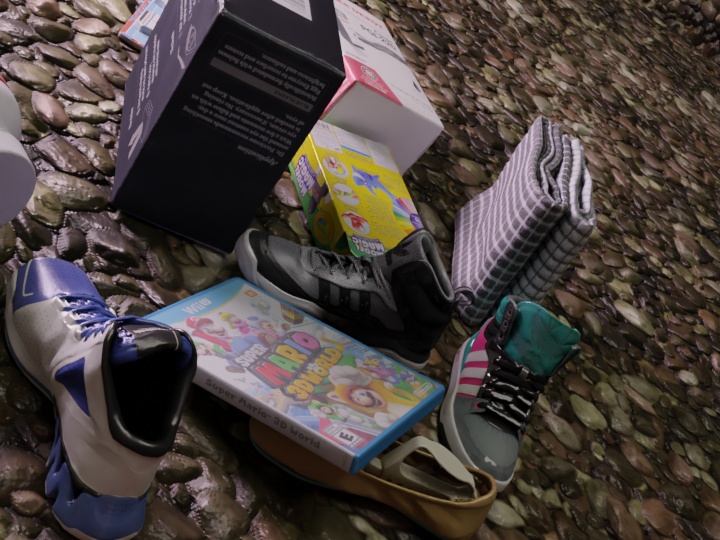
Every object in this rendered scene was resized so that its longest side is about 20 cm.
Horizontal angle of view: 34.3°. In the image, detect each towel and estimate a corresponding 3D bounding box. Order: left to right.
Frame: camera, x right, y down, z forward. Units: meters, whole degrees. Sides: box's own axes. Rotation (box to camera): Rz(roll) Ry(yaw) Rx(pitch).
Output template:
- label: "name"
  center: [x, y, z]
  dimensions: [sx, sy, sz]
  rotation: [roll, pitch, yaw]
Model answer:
- label: "towel"
  center: [0.161, -0.050, 1.179]
  dimensions: [0.085, 0.166, 0.201]
  rotation: [26, 31, -9]

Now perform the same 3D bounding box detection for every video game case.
- label: "video game case"
  center: [-0.052, 0.069, 0.857]
  dimensions: [0.199, 0.018, 0.143]
  rotation: [26, 25, 21]

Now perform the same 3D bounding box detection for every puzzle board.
- label: "puzzle board"
  center: [-0.162, -0.247, 1.238]
  dimensions: [0.150, 0.017, 0.201]
  rotation: [32, 30, -12]

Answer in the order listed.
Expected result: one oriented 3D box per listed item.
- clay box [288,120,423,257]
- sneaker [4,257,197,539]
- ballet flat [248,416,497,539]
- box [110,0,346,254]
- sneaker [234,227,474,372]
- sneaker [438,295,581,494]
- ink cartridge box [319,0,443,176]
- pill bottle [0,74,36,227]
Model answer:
- label: "clay box"
  center: [0.000, -0.058, 1.127]
  dimensions: [0.114, 0.048, 0.201]
  rotation: [17, 37, -34]
- label: "sneaker"
  center: [-0.154, 0.056, 0.731]
  dimensions: [0.080, 0.115, 0.200]
  rotation: [11, 39, -40]
- label: "ballet flat"
  center: [0.014, 0.135, 0.862]
  dimensions: [0.199, 0.063, 0.069]
  rotation: [27, 31, -19]
- label: "box"
  center: [-0.114, -0.161, 0.986]
  dimensions: [0.117, 0.201, 0.198]
  rotation: [23, 33, -23]
- label: "sneaker"
  center: [0.000, 0.000, 0.972]
  dimensions: [0.199, 0.114, 0.076]
  rotation: [32, 29, -19]
- label: "sneaker"
  center: [0.135, 0.091, 0.998]
  dimensions: [0.083, 0.121, 0.201]
  rotation: [31, 31, -12]
- label: "ink cartridge box"
  center: [-0.013, -0.215, 1.278]
  dimensions: [0.145, 0.085, 0.201]
  rotation: [21, 32, -43]
- label: "pill bottle"
  center: [-0.305, -0.120, 0.808]
  dimensions: [0.112, 0.113, 0.201]
  rotation: [-4, 50, -50]
